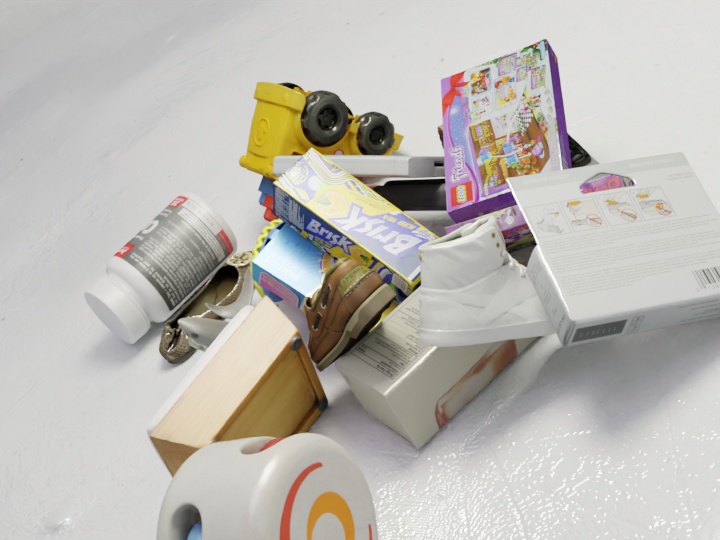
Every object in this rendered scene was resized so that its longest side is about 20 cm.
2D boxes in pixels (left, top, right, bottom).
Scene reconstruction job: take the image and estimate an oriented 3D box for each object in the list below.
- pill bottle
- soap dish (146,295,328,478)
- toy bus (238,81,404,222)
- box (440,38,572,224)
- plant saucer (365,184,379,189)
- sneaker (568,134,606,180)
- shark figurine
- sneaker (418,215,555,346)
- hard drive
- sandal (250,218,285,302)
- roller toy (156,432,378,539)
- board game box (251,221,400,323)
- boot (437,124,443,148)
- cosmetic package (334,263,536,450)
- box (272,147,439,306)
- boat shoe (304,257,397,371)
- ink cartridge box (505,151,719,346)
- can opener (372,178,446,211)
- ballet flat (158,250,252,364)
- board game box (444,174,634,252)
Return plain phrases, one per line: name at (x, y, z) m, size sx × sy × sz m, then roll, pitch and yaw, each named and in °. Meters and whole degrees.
pill bottle at (-0.274, -0.003, 1.602) m, size 0.200 × 0.114 × 0.114 m, roll -46°, pitch 34°, yaw -22°
soap dish at (-0.122, 0.151, 1.230) m, size 0.081 × 0.158 × 0.200 m, roll 18°, pitch 55°, yaw 31°
toy bus at (-0.063, -0.147, 1.603) m, size 0.136 × 0.199 × 0.193 m, roll 21°, pitch 95°, yaw 54°
box at (0.161, -0.154, 1.306) m, size 0.136 × 0.039 × 0.201 m, roll -17°, pitch 52°, yaw 24°
plant saucer at (-0.029, -0.028, 1.487) m, size 0.200 × 0.051 × 0.201 m, roll -22°, pitch 33°, yaw 16°
sneaker at (0.215, -0.143, 1.355) m, size 0.200 × 0.080 × 0.074 m, roll 35°, pitch 43°, yaw 28°
shark figurine at (-0.132, 0.064, 1.413) m, size 0.090 × 0.128 × 0.214 m, roll -50°, pitch 1°, yaw 12°
sneaker at (0.149, 0.003, 1.124) m, size 0.199 × 0.116 × 0.074 m, roll -7°, pitch 8°, yaw -20°
hard drive at (0.012, -0.126, 1.414) m, size 0.199 × 0.027 × 0.132 m, roll 4°, pitch 7°, yaw 36°
sandal at (-0.057, -0.041, 1.411) m, size 0.087 × 0.080 × 0.200 m, roll 8°, pitch 50°, yaw 41°
roller toy at (-0.084, 0.237, 1.036) m, size 0.139 × 0.183 × 0.200 m, roll -10°, pitch 38°, yaw 33°
board game box at (0.000, 0.000, 1.327) m, size 0.200 × 0.040 × 0.153 m, roll 31°, pitch 62°, yaw 16°
boot at (0.175, -0.145, 1.455) m, size 0.107 × 0.075 × 0.200 m, roll -20°, pitch 37°, yaw -4°
cosmetic package at (0.087, 0.075, 1.205) m, size 0.200 × 0.087 × 0.103 m, roll -40°, pitch 33°, yaw -15°
box at (-0.002, -0.046, 1.293) m, size 0.200 × 0.064 × 0.070 m, roll 37°, pitch 63°, yaw 18°
boat shoe at (-0.020, 0.041, 1.196) m, size 0.072 × 0.068 × 0.200 m, roll -41°, pitch -6°, yaw -30°
ink cartridge box at (0.251, -0.024, 1.106) m, size 0.199 × 0.044 × 0.174 m, roll -9°, pitch 53°, yaw -15°
can opener at (0.104, -0.079, 1.383) m, size 0.199 × 0.067 × 0.053 m, roll 6°, pitch 20°, yaw 33°
ballet flat at (-0.200, 0.039, 1.544) m, size 0.067 × 0.046 × 0.200 m, roll 8°, pitch 49°, yaw 46°
board game box at (0.205, -0.056, 1.271) m, size 0.199 × 0.120 × 0.032 m, roll -17°, pitch 73°, yaw 24°
